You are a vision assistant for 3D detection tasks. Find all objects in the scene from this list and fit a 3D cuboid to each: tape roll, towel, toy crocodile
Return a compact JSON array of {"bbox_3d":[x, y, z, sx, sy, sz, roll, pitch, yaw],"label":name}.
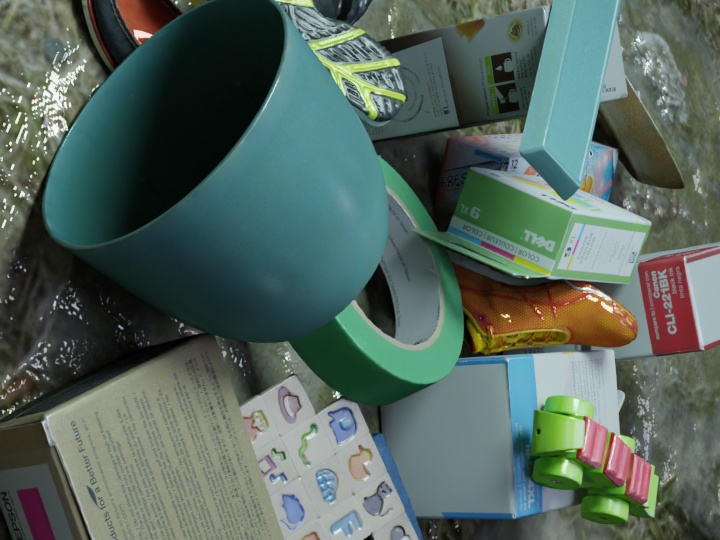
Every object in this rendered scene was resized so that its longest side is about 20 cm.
[{"bbox_3d":[0.000,0.000,1.241,0.200,0.048,0.201,38,38,-37],"label":"tape roll"},{"bbox_3d":[0.003,0.232,1.253,0.111,0.048,0.201,-28,105,-40],"label":"towel"},{"bbox_3d":[0.187,0.150,1.292,0.200,0.061,0.068,38,58,-45],"label":"toy crocodile"}]

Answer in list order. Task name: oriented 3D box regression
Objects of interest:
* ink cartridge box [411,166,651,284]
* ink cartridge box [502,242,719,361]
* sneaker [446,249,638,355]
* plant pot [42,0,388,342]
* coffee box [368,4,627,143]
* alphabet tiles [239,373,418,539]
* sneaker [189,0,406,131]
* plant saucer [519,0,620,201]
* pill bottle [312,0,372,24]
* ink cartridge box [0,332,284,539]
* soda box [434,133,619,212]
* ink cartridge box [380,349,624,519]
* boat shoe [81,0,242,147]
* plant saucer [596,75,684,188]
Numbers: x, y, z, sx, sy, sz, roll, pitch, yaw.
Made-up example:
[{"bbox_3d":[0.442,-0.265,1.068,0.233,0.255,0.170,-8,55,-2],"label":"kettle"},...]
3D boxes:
[{"bbox_3d":[0.141,-0.036,1.326,0.199,0.103,0.060,3,110,-55],"label":"ink cartridge box"},{"bbox_3d":[0.239,0.032,1.476,0.144,0.199,0.084,-13,91,-52],"label":"ink cartridge box"},{"bbox_3d":[0.126,0.041,1.353,0.073,0.198,0.078,84,19,-59],"label":"sneaker"},{"bbox_3d":[-0.075,-0.049,1.063,0.161,0.200,0.202,43,52,-34],"label":"plant pot"},{"bbox_3d":[0.094,-0.155,1.311,0.114,0.199,0.080,-14,96,-52],"label":"coffee box"},{"bbox_3d":[-0.044,0.185,1.184,0.167,0.008,0.201,-30,102,-27],"label":"alphabet tiles"},{"bbox_3d":[-0.064,-0.159,1.141,0.200,0.076,0.076,42,55,-10],"label":"sneaker"},{"bbox_3d":[0.159,-0.154,1.218,0.070,0.019,0.201,40,55,-42],"label":"plant saucer"},{"bbox_3d":[-0.027,-0.249,1.240,0.112,0.111,0.201,56,46,-31],"label":"pill bottle"},{"bbox_3d":[-0.136,0.161,1.056,0.164,0.075,0.201,-26,100,-51],"label":"ink cartridge box"},{"bbox_3d":[0.150,-0.084,1.470,0.199,0.068,0.064,-10,116,-53],"label":"soda box"},{"bbox_3d":[0.126,0.132,1.369,0.199,0.128,0.126,1,84,-52],"label":"ink cartridge box"},{"bbox_3d":[-0.115,-0.136,1.149,0.200,0.062,0.071,52,49,-32],"label":"boat shoe"},{"bbox_3d":[0.239,-0.154,1.570,0.201,0.035,0.200,57,6,-10],"label":"plant saucer"}]
